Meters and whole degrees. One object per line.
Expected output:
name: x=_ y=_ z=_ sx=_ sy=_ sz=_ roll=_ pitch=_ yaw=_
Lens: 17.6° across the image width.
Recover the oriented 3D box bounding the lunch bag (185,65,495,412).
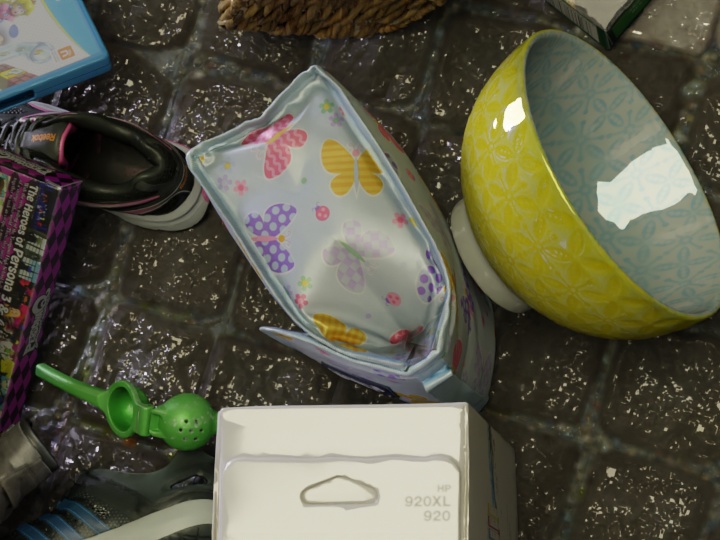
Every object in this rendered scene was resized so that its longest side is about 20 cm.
lunch bag: x=0.000 y=0.000 z=1.414 sx=0.127 sy=0.170 sz=0.200 roll=-36 pitch=74 yaw=5

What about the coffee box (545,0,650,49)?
coffee box: x=0.123 y=-0.250 z=1.506 sx=0.200 sy=0.044 sz=0.123 roll=41 pitch=89 yaw=17

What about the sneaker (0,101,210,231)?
sneaker: x=-0.199 y=-0.080 z=1.518 sx=0.200 sy=0.086 sz=0.080 roll=5 pitch=78 yaw=14

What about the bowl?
bowl: x=0.120 y=-0.033 z=1.401 sx=0.108 sy=0.200 sz=0.200 roll=-33 pitch=72 yaw=28

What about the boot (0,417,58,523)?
boot: x=-0.261 y=0.154 z=1.464 sx=0.132 sy=0.200 sz=0.070 roll=-41 pitch=105 yaw=-25

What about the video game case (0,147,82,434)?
video game case: x=-0.286 y=0.003 z=1.506 sx=0.181 sy=0.036 sz=0.200 roll=22 pitch=108 yaw=16

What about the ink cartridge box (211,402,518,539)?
ink cartridge box: x=0.008 y=0.162 z=1.362 sx=0.147 sy=0.200 sz=0.145 roll=-3 pitch=77 yaw=12

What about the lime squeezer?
lime squeezer: x=-0.126 y=0.084 z=1.474 sx=0.200 sy=0.071 sz=0.038 roll=9 pitch=120 yaw=15

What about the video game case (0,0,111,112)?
video game case: x=-0.277 y=-0.148 z=1.492 sx=0.200 sy=0.018 sz=0.143 roll=-22 pitch=58 yaw=-10

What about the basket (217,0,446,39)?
basket: x=-0.005 y=-0.245 z=1.451 sx=0.143 sy=0.200 sz=0.149 roll=1 pitch=74 yaw=-18

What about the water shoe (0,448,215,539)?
water shoe: x=-0.175 y=0.171 z=1.480 sx=0.200 sy=0.072 sz=0.079 roll=-16 pitch=49 yaw=9
